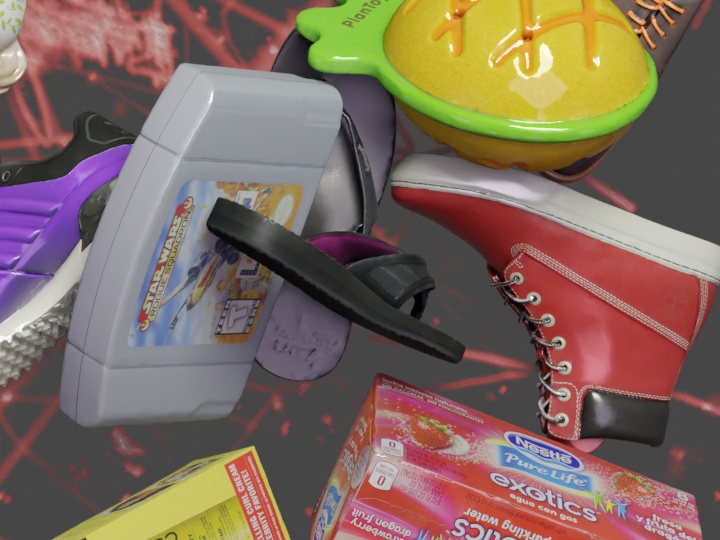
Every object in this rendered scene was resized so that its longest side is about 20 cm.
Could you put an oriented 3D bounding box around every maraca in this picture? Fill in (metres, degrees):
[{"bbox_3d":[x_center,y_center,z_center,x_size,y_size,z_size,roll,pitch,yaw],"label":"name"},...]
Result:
[{"bbox_3d":[0.063,-0.117,1.430,0.199,0.137,0.107,20,125,21],"label":"maraca"}]

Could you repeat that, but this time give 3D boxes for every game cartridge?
[{"bbox_3d":[-0.087,-0.010,1.402,0.041,0.133,0.201,29,107,28],"label":"game cartridge"}]

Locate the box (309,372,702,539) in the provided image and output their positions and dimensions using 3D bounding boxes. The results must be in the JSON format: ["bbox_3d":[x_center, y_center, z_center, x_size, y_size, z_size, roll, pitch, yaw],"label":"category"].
[{"bbox_3d":[0.079,0.149,1.448,0.199,0.096,0.100,21,113,-8],"label":"box"}]

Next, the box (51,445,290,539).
[{"bbox_3d":[-0.118,0.160,1.393,0.200,0.050,0.076,-24,95,-53],"label":"box"}]

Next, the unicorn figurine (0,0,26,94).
[{"bbox_3d":[-0.212,-0.189,1.433,0.137,0.074,0.201,-2,105,-18],"label":"unicorn figurine"}]

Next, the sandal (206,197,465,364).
[{"bbox_3d":[0.000,0.000,1.410,0.200,0.075,0.048,33,83,-48],"label":"sandal"}]

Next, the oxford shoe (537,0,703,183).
[{"bbox_3d":[0.150,-0.142,1.483,0.071,0.073,0.201,26,87,-9],"label":"oxford shoe"}]

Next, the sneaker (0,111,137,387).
[{"bbox_3d":[-0.193,-0.009,1.437,0.200,0.070,0.100,-39,76,2],"label":"sneaker"}]

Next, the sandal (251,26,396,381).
[{"bbox_3d":[-0.019,-0.038,1.471,0.076,0.043,0.201,4,90,-9],"label":"sandal"}]

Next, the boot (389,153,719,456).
[{"bbox_3d":[0.094,0.024,1.479,0.199,0.072,0.145,21,89,-12],"label":"boot"}]
